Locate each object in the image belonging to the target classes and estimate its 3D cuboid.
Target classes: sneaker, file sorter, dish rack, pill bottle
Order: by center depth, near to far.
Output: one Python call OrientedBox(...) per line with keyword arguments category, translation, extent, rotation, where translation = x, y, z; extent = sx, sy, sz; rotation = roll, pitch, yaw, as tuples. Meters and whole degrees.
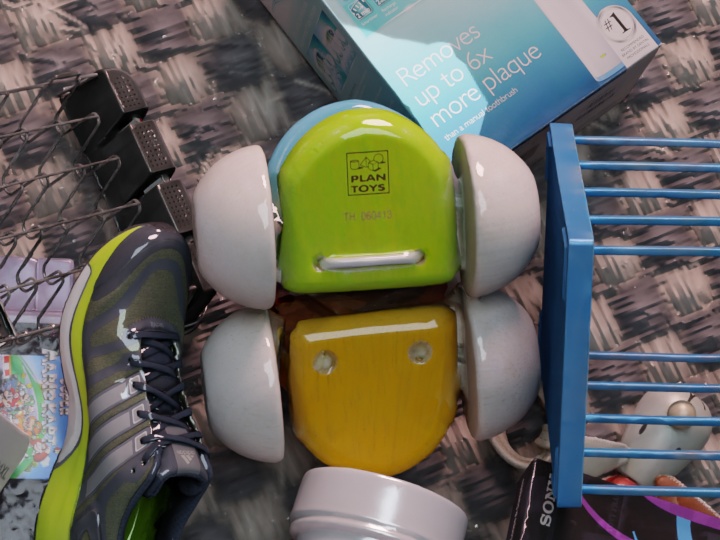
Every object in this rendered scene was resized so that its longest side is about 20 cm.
OrientedBox(category="sneaker", translation=(-0.107, 0.075, 1.353), extent=(0.074, 0.081, 0.200), rotation=(-1, 101, -45))
OrientedBox(category="pill bottle", translation=(-0.012, 0.208, 1.357), extent=(0.120, 0.120, 0.200), rotation=(17, 71, -4))
OrientedBox(category="file sorter", translation=(0.157, 0.019, 1.369), extent=(0.123, 0.200, 0.139), rotation=(1, 109, 1))
OrientedBox(category="dish rack", translation=(-0.176, -0.026, 1.400), extent=(0.200, 0.055, 0.153), rotation=(-15, 73, -39))

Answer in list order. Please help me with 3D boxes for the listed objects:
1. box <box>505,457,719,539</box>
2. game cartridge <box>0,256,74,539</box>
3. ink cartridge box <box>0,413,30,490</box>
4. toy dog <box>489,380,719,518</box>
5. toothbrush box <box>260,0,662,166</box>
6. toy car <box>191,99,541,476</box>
OrientedBox(category="box", translation=(0.163, 0.186, 1.332), extent=(0.200, 0.036, 0.143), rotation=(17, 52, -4))
OrientedBox(category="game cartridge", translation=(-0.213, 0.088, 1.409), extent=(0.130, 0.038, 0.200), rotation=(1, 73, -5))
OrientedBox(category="ink cartridge box", translation=(-0.281, 0.055, 1.318), extent=(0.200, 0.146, 0.084), rotation=(29, 80, 18))
OrientedBox(category="toy dog", translation=(0.126, 0.141, 1.413), extent=(0.132, 0.096, 0.200), rotation=(13, 71, -5))
OrientedBox(category="toothbrush box", translation=(0.046, -0.151, 1.499), extent=(0.146, 0.085, 0.200), rotation=(-34, 80, -17))
OrientedBox(category="toy car", translation=(0.000, 0.000, 1.401), extent=(0.175, 0.150, 0.200), rotation=(-5, 115, -5))
